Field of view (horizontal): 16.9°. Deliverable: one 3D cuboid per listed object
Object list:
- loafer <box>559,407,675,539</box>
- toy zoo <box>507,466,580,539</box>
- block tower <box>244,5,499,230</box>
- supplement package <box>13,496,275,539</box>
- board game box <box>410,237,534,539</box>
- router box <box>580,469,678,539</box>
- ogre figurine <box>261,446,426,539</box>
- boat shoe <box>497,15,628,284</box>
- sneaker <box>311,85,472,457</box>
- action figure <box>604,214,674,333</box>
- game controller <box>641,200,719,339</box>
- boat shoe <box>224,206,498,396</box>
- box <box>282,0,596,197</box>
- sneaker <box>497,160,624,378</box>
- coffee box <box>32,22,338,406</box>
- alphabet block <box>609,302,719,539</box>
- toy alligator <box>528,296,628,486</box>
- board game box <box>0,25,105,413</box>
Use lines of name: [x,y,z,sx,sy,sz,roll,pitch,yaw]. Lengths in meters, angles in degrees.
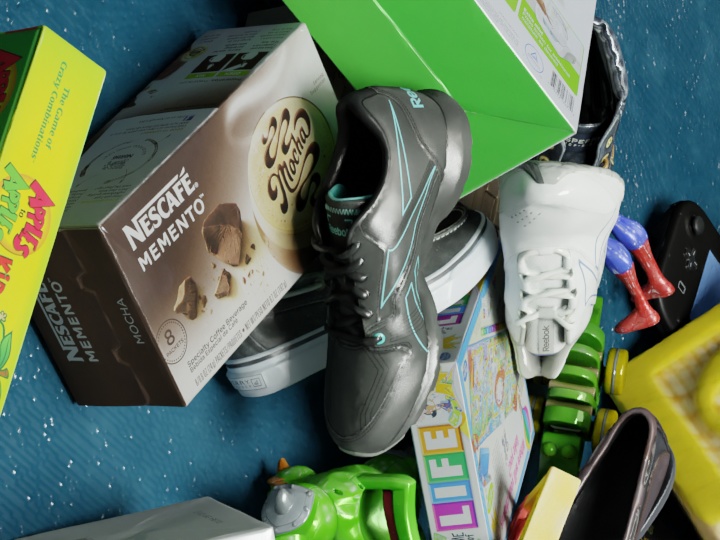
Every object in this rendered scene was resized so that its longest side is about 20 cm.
loafer: [0.132,0.171,1.472,0.201,0.071,0.063,-60,158,-25]
toy zoo: [0.079,0.191,1.399,0.020,0.200,0.132,26,67,0]
block tower: [0.010,-0.085,1.418,0.200,0.058,0.054,33,63,-42]
supplement package: [-0.094,0.227,1.202,0.109,0.114,0.202,-10,96,-20]
board game box: [0.065,0.078,1.425,0.200,0.034,0.135,-63,144,-68]
router box: [0.173,0.250,1.605,0.200,0.052,0.158,47,53,-39]
ogre figurine: [-0.008,0.167,1.355,0.199,0.098,0.121,-4,102,-39]
boat shoe: [0.126,-0.064,1.505,0.070,0.091,0.202,-5,101,-9]
sneaker: [0.001,-0.002,1.293,0.079,0.075,0.202,10,88,-49]
action figure: [0.142,-0.055,1.593,0.065,0.051,0.201,-49,119,-47]
game controller: [0.258,0.044,1.725,0.200,0.042,0.105,51,38,-35]
boat shoe: [0.000,0.000,1.379,0.199,0.072,0.071,-31,109,-36]
box: [0.041,-0.176,1.372,0.200,0.096,0.177,49,29,-24]
sneaker: [0.115,-0.001,1.419,0.200,0.074,0.088,75,21,-64]
coffee box: [-0.089,-0.031,1.280,0.200,0.079,0.114,-48,126,-42]
alphabet block: [0.311,0.135,1.623,0.195,0.197,0.200,-34,122,1]
toy alligator: [0.131,0.102,1.544,0.054,0.059,0.201,70,31,-66]
board game box: [-0.195,-0.011,1.131,0.048,0.101,0.201,36,60,-44]
